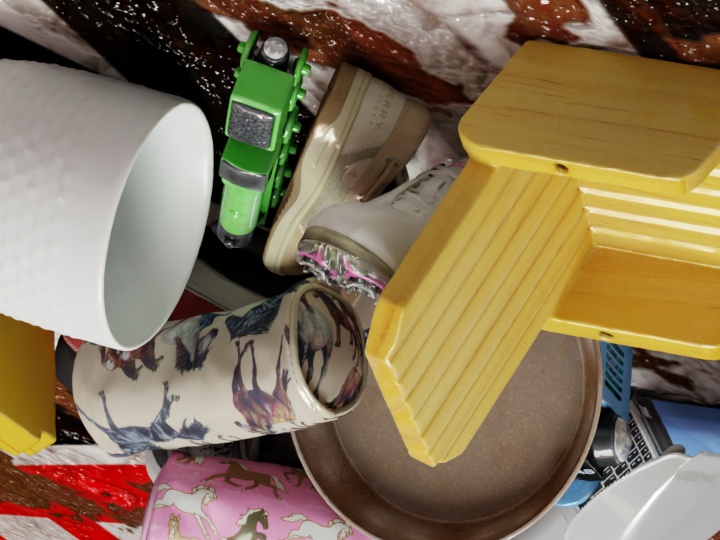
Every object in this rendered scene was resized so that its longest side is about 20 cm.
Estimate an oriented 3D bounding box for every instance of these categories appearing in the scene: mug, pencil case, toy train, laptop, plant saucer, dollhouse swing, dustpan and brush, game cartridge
[{"bbox_3d":[-0.189,-0.035,1.483,0.174,0.148,0.200,16,155,17],"label":"mug"},{"bbox_3d":[-0.084,0.057,1.496,0.199,0.090,0.078,-13,140,40],"label":"pencil case"},{"bbox_3d":[-0.059,-0.068,1.426,0.042,0.057,0.200,18,156,2],"label":"toy train"},{"bbox_3d":[-0.033,0.168,1.531,0.199,0.083,0.087,11,131,1],"label":"pencil case"},{"bbox_3d":[0.213,0.171,1.674,0.116,0.200,0.187,45,173,34],"label":"laptop"},{"bbox_3d":[0.052,0.065,1.487,0.199,0.201,0.034,7,178,25],"label":"plant saucer"},{"bbox_3d":[0.123,0.013,1.314,0.181,0.177,0.200,11,154,18],"label":"dollhouse swing"},{"bbox_3d":[0.158,0.163,1.576,0.139,0.200,0.057,11,-144,-56],"label":"dustpan and brush"},{"bbox_3d":[-0.254,0.001,1.562,0.032,0.201,0.176,-28,135,23],"label":"game cartridge"},{"bbox_3d":[0.071,0.082,1.554,0.199,0.115,0.087,-3,155,24],"label":"toy train"}]

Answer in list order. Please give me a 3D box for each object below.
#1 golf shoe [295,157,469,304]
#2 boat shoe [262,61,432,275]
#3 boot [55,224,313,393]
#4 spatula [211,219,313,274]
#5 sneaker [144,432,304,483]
[{"bbox_3d":[0.028,-0.023,1.356,0.072,0.093,0.200,22,-176,23],"label":"golf shoe"},{"bbox_3d":[-0.008,-0.045,1.425,0.065,0.072,0.200,21,151,-2],"label":"boat shoe"},{"bbox_3d":[-0.101,0.049,1.598,0.199,0.072,0.145,19,115,20],"label":"boot"},{"bbox_3d":[0.000,0.000,1.553,0.199,0.021,0.056,15,160,-24],"label":"spatula"},{"bbox_3d":[-0.075,0.124,1.653,0.200,0.075,0.114,50,141,38],"label":"sneaker"}]
